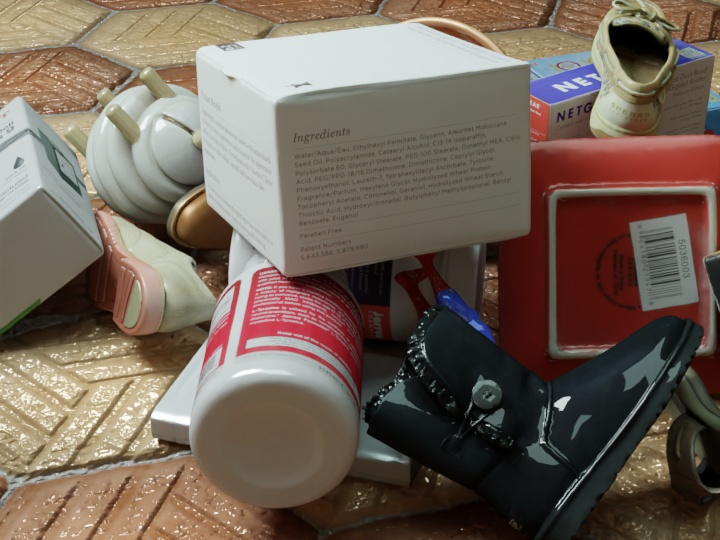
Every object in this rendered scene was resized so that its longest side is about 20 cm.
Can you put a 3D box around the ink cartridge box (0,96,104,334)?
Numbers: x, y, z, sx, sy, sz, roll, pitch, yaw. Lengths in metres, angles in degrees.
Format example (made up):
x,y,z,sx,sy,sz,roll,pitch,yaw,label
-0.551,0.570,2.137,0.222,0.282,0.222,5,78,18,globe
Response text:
x,y,z,sx,sy,sz,roll,pitch,yaw,label
-0.310,-0.043,1.207,0.146,0.084,0.200,-38,33,4,ink cartridge box

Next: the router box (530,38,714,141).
x,y,z,sx,sy,sz,roll,pitch,yaw,label
0.218,-0.095,1.256,0.199,0.180,0.049,-20,36,-30,router box

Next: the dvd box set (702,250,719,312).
x,y,z,sx,sy,sz,roll,pitch,yaw,label
0.360,0.027,1.085,0.199,0.147,0.029,-21,3,-31,dvd box set

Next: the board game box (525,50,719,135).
x,y,z,sx,sy,sz,roll,pitch,yaw,label
0.261,-0.174,1.523,0.195,0.056,0.200,-11,31,-18,board game box

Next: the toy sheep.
x,y,z,sx,sy,sz,roll,pitch,yaw,label
-0.181,-0.107,1.269,0.137,0.139,0.200,-20,8,-31,toy sheep

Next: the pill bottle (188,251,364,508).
x,y,z,sx,sy,sz,roll,pitch,yaw,label
-0.053,0.063,0.993,0.112,0.113,0.200,1,30,2,pill bottle

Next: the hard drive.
x,y,z,sx,sy,sz,roll,pitch,yaw,label
-0.040,0.100,1.070,0.199,0.027,0.132,8,31,16,hard drive

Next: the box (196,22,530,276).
x,y,z,sx,sy,sz,roll,pitch,yaw,label
-0.002,-0.099,1.061,0.199,0.131,0.199,-10,22,-20,box

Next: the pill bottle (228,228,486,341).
x,y,z,sx,sy,sz,roll,pitch,yaw,label
0.000,0.000,1.160,0.199,0.112,0.112,5,30,10,pill bottle

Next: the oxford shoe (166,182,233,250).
x,y,z,sx,sy,sz,roll,pitch,yaw,label
-0.076,-0.043,1.254,0.199,0.072,0.071,-5,32,-37,oxford shoe

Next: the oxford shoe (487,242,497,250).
x,y,z,sx,sy,sz,roll,pitch,yaw,label
0.108,-0.113,1.335,0.074,0.071,0.201,-19,77,-43,oxford shoe

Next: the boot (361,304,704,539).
x,y,z,sx,sy,sz,roll,pitch,yaw,label
0.116,0.071,0.956,0.168,0.076,0.200,36,73,9,boot

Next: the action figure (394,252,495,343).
x,y,z,sx,sy,sz,roll,pitch,yaw,label
0.113,0.066,1.044,0.099,0.065,0.201,-12,62,-26,action figure

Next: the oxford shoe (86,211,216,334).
x,y,z,sx,sy,sz,roll,pitch,yaw,label
-0.182,0.005,1.195,0.074,0.071,0.200,4,22,-28,oxford shoe

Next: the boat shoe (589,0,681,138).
x,y,z,sx,sy,sz,roll,pitch,yaw,label
0.230,-0.176,1.161,0.073,0.063,0.200,12,41,1,boat shoe

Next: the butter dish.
x,y,z,sx,sy,sz,roll,pitch,yaw,label
0.206,-0.006,1.134,0.198,0.201,0.148,-1,5,2,butter dish

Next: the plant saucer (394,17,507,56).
x,y,z,sx,sy,sz,roll,pitch,yaw,label
0.066,-0.127,1.287,0.199,0.201,0.037,16,11,26,plant saucer

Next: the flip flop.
x,y,z,sx,sy,sz,roll,pitch,yaw,label
0.233,0.126,0.978,0.057,0.081,0.200,-21,30,-2,flip flop
